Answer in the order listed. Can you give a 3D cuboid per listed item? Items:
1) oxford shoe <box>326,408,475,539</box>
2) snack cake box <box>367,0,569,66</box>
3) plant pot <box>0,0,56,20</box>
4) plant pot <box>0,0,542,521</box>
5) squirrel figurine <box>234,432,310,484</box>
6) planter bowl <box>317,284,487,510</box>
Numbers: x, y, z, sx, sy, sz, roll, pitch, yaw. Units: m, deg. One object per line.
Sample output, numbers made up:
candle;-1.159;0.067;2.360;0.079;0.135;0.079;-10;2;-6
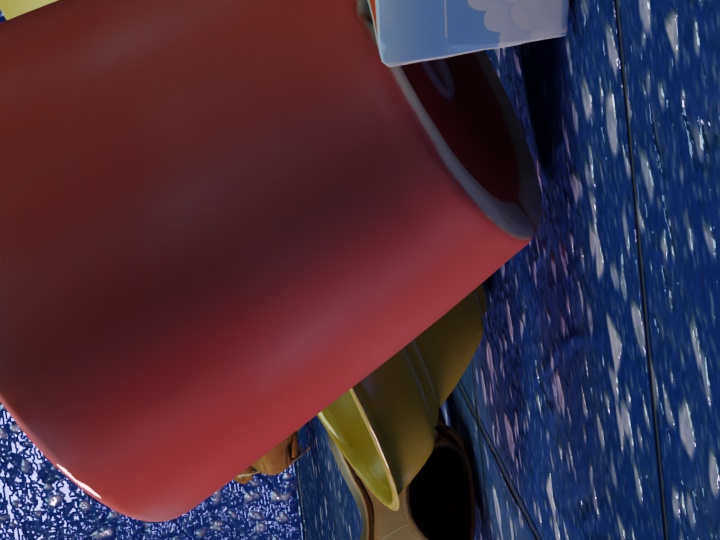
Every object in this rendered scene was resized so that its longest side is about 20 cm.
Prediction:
oxford shoe;0.031;0.097;1.518;0.071;0.071;0.201;-60;27;34
snack cake box;0.025;-0.181;0.946;0.201;0.067;0.115;86;173;-45
plant pot;-0.060;-0.201;1.359;0.201;0.199;0.190;-103;23;-49
plant pot;-0.043;-0.034;1.086;0.201;0.177;0.201;53;-162;-25
squirrel figurine;-0.123;0.124;3.089;0.187;0.141;0.201;-143;42;-75
planter bowl;0.000;0.000;1.321;0.201;0.083;0.200;59;173;13
